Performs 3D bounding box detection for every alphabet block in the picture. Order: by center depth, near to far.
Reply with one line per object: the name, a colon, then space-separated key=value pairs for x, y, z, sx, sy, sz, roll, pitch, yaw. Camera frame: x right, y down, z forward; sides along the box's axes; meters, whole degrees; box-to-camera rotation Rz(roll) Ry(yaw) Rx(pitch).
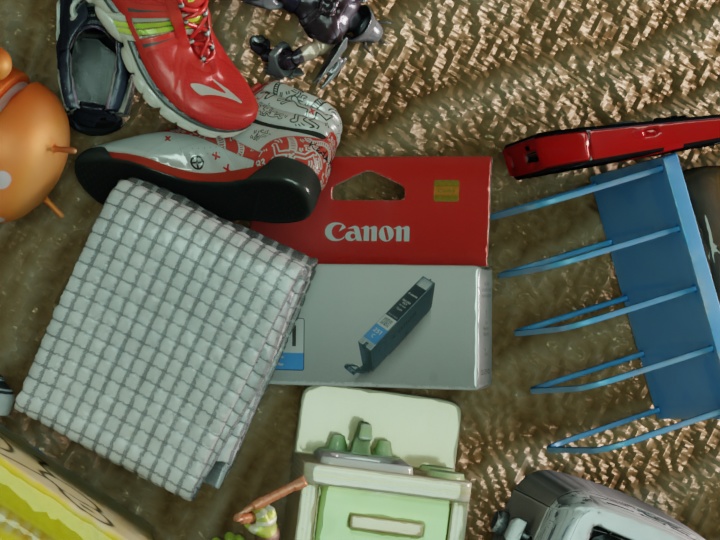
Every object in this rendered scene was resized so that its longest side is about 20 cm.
alphabet block: x=-0.274 y=0.230 z=1.578 sx=0.195 sy=0.200 sz=0.197 roll=32 pitch=87 yaw=-4

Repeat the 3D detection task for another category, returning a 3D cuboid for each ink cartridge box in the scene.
ink cartridge box: x=0.000 y=0.000 z=1.651 sx=0.199 sy=0.045 sz=0.177 roll=0 pitch=89 yaw=17

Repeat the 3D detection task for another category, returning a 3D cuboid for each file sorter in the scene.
file sorter: x=0.186 y=0.029 z=1.645 sx=0.122 sy=0.139 sz=0.201 roll=-16 pitch=91 yaw=-18

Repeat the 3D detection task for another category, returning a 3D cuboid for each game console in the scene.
game console: x=0.205 y=-0.098 z=1.628 sx=0.176 sy=0.200 sz=0.031 roll=-11 pitch=91 yaw=-6

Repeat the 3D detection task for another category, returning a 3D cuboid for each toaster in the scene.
toaster: x=0.197 y=0.232 z=1.652 sx=0.199 sy=0.129 sz=0.114 roll=24 pitch=88 yaw=-5

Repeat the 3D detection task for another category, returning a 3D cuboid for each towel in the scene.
towel: x=-0.142 y=0.050 z=1.623 sx=0.165 sy=0.086 sz=0.201 roll=25 pitch=99 yaw=6

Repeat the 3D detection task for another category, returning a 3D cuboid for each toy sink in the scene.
toy sink: x=0.010 y=0.193 z=1.650 sx=0.130 sy=0.112 sz=0.201 roll=8 pitch=89 yaw=-6

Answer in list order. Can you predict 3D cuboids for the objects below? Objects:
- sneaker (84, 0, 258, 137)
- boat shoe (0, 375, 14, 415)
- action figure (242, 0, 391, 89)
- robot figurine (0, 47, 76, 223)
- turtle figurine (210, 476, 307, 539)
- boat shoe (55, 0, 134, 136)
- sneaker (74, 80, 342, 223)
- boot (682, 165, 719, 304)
sneaker: x=-0.136 y=-0.184 z=1.584 sx=0.200 sy=0.085 sz=0.077 roll=52 pitch=41 yaw=-13
boat shoe: x=-0.344 y=0.043 z=1.641 sx=0.199 sy=0.072 sz=0.068 roll=27 pitch=88 yaw=2
action figure: x=-0.063 y=-0.222 z=1.671 sx=0.199 sy=0.069 sz=0.131 roll=26 pitch=80 yaw=-17
robot figurine: x=-0.301 y=-0.111 z=1.611 sx=0.199 sy=0.117 sz=0.144 roll=28 pitch=96 yaw=6
turtle figurine: x=-0.101 y=0.234 z=1.614 sx=0.064 sy=0.161 sz=0.200 roll=38 pitch=86 yaw=-4
boat shoe: x=-0.193 y=-0.205 z=1.643 sx=0.074 sy=0.093 sz=0.201 roll=0 pitch=90 yaw=-6
sneaker: x=-0.112 y=-0.094 z=1.669 sx=0.200 sy=0.067 sz=0.108 roll=4 pitch=47 yaw=21
boot: x=0.304 y=0.008 z=1.701 sx=0.097 sy=0.075 sz=0.201 roll=-22 pitch=90 yaw=-3
